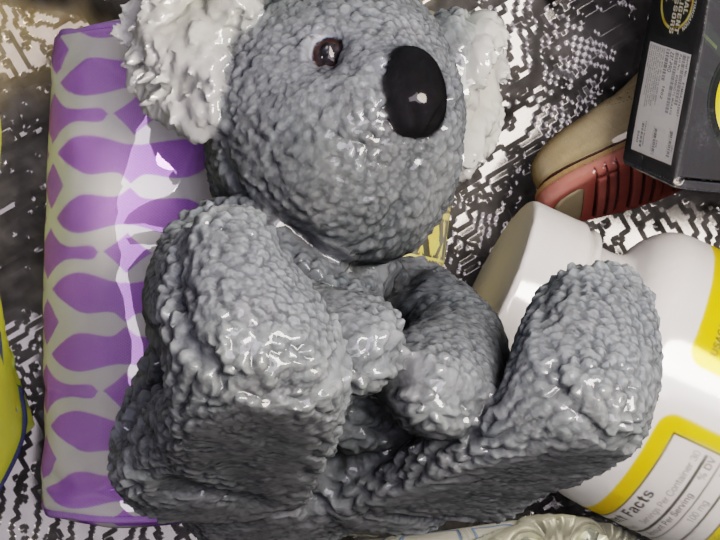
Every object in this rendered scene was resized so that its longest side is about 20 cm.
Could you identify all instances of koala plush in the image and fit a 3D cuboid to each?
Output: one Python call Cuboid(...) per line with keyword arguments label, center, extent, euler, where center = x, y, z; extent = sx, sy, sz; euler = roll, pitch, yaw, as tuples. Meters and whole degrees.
Cuboid(label="koala plush", center=(-0.012, -0.017, 1.020), extent=(0.177, 0.184, 0.201), euler=(7, 67, -24))

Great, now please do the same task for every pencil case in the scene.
Cuboid(label="pencil case", center=(-0.076, 0.000, 1.102), extent=(0.085, 0.084, 0.201), euler=(4, 89, -33))

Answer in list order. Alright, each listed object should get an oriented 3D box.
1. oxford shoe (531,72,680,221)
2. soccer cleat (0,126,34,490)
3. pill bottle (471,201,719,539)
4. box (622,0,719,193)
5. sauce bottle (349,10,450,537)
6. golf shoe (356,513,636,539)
Cuboid(label="oxford shoe", center=(0.141, -0.089, 1.150), extent=(0.200, 0.070, 0.075), euler=(-32, 75, -12))
Cuboid(label="soccer cleat", center=(-0.157, 0.027, 1.105), extent=(0.084, 0.065, 0.201), euler=(14, 81, -38))
Cuboid(label="pill bottle", center=(0.136, 0.053, 1.114), extent=(0.200, 0.111, 0.112), euler=(26, 85, -8))
Cuboid(label="box", center=(0.190, -0.124, 1.082), extent=(0.161, 0.049, 0.201), euler=(5, 101, -25))
Cuboid(label="sauce bottle", center=(0.000, 0.000, 1.120), extent=(0.064, 0.065, 0.201), euler=(7, 89, -8))
Cuboid(label="golf shoe", center=(0.025, 0.124, 1.115), extent=(0.200, 0.097, 0.079), euler=(4, 93, -36))
